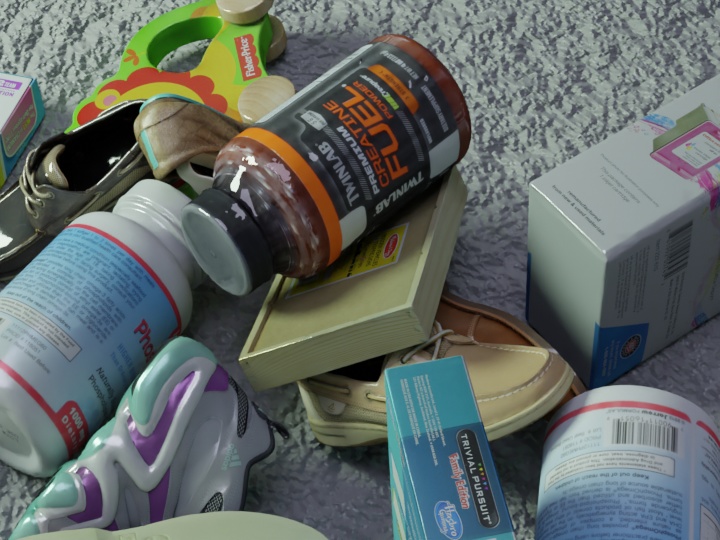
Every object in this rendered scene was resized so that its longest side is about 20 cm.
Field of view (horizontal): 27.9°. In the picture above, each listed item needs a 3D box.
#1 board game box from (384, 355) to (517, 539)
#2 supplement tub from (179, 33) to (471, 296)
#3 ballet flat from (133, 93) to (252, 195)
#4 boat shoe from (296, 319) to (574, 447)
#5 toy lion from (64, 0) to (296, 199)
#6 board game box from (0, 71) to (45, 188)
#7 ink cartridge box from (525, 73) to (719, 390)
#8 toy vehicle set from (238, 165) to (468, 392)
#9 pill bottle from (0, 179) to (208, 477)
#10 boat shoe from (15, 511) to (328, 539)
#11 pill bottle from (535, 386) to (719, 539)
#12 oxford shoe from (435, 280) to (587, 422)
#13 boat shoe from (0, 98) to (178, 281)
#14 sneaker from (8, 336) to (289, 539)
[{"bbox_3d":[0.053,0.169,0.797,0.046,0.201,0.152,-10,51,-4],"label":"board game box"},{"bbox_3d":[-0.024,-0.067,0.970,0.107,0.108,0.200,36,60,28],"label":"supplement tub"},{"bbox_3d":[-0.071,-0.071,1.035,0.198,0.068,0.073,11,58,-39],"label":"ballet flat"},{"bbox_3d":[0.038,0.068,0.909,0.198,0.065,0.071,-11,25,35],"label":"boat shoe"},{"bbox_3d":[-0.143,-0.130,1.146,0.189,0.069,0.202,-15,52,2],"label":"toy lion"},{"bbox_3d":[-0.356,-0.081,1.127,0.151,0.041,0.201,12,53,13],"label":"board game box"},{"bbox_3d":[0.214,-0.032,0.984,0.199,0.145,0.085,-28,53,-18],"label":"ink cartridge box"},{"bbox_3d":[0.000,0.000,0.974,0.123,0.027,0.201,-17,25,21],"label":"toy vehicle set"},{"bbox_3d":[-0.184,0.033,0.981,0.108,0.109,0.200,26,57,23],"label":"pill bottle"},{"bbox_3d":[-0.114,0.185,0.842,0.197,0.063,0.071,-4,16,-10],"label":"boat shoe"},{"bbox_3d":[0.152,0.177,0.833,0.107,0.109,0.202,6,52,8],"label":"pill bottle"},{"bbox_3d":[0.069,0.060,0.973,0.199,0.072,0.071,29,61,37],"label":"oxford shoe"},{"bbox_3d":[-0.216,-0.067,1.055,0.199,0.073,0.075,-35,63,3],"label":"boat shoe"},{"bbox_3d":[-0.125,0.157,0.903,0.140,0.078,0.200,40,92,-5],"label":"sneaker"}]
